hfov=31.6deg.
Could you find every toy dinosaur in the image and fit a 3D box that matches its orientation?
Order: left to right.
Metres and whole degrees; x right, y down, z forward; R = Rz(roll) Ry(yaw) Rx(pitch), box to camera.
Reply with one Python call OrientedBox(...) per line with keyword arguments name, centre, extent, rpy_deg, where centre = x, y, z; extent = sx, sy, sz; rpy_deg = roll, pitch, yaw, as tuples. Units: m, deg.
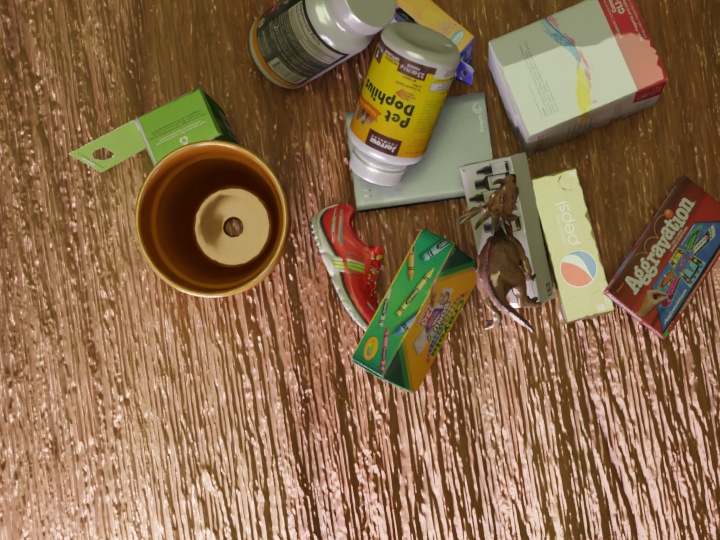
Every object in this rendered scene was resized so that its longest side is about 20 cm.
OrientedBox(name="toy dinosaur", centre=(0.173, -0.013, 1.613), extent=(0.085, 0.136, 0.201), rpy_deg=(-11, 47, 11))

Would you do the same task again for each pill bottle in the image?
OrientedBox(name="pill bottle", centre=(-0.051, -0.331, 1.713), extent=(0.199, 0.116, 0.117), rpy_deg=(-23, 80, 46))
OrientedBox(name="pill bottle", centre=(0.051, -0.216, 1.679), extent=(0.109, 0.109, 0.201), rpy_deg=(24, 120, 8))

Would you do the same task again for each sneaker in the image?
OrientedBox(name="sneaker", centre=(0.000, 0.000, 1.745), extent=(0.084, 0.077, 0.201), rpy_deg=(-25, 83, 3))

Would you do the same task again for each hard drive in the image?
OrientedBox(name="hard drive", centre=(0.085, -0.164, 1.773), extent=(0.198, 0.033, 0.141), rpy_deg=(-8, 84, 5))

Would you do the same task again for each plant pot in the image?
OrientedBox(name="plant pot", centre=(-0.185, -0.065, 1.712), extent=(0.198, 0.183, 0.202), rpy_deg=(0, 89, 4))

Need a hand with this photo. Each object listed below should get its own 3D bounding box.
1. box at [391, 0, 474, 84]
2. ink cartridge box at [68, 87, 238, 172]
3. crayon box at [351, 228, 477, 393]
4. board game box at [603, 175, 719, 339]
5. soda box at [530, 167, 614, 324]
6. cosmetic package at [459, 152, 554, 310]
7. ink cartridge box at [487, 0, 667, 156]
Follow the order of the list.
OrientedBox(name="box", centre=(0.087, -0.337, 1.745), extent=(0.200, 0.119, 0.042), rpy_deg=(40, 86, 7))
OrientedBox(name="ink cartridge box", centre=(-0.278, -0.162, 1.753), extent=(0.199, 0.148, 0.076), rpy_deg=(-26, 83, 3))
OrientedBox(name="crayon box", centre=(0.078, 0.057, 1.706), extent=(0.058, 0.119, 0.201), rpy_deg=(28, 88, 29))
OrientedBox(name="board game box", centre=(0.418, -0.019, 1.701), extent=(0.103, 0.019, 0.201), rpy_deg=(37, 76, -3))
OrientedBox(name="soda box", centre=(0.284, -0.033, 1.726), extent=(0.067, 0.064, 0.202), rpy_deg=(-14, 84, 4))
OrientedBox(name="cosmetic package", centre=(0.196, -0.051, 1.708), extent=(0.082, 0.051, 0.202), rpy_deg=(-9, 96, 37))
OrientedBox(name="ink cartridge box", centre=(0.284, -0.263, 1.705), extent=(0.199, 0.145, 0.146), rpy_deg=(-22, 83, 3))
